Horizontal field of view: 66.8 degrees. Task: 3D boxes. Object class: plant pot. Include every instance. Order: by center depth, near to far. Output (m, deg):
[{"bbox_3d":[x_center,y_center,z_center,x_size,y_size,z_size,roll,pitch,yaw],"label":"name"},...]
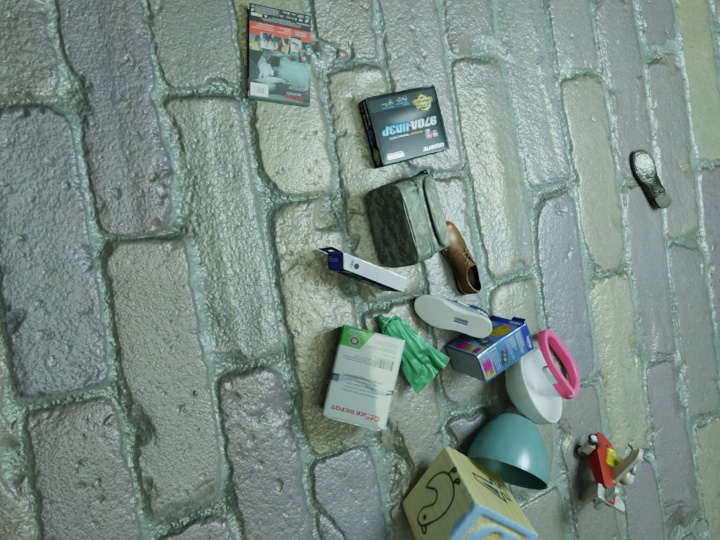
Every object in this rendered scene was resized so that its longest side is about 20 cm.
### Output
[{"bbox_3d":[0.375,0.436,1.352,0.199,0.199,0.136,34,62,-19],"label":"plant pot"}]

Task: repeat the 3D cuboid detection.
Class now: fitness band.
[{"bbox_3d":[0.532,0.250,1.463,0.201,0.037,0.144,51,37,-17],"label":"fitness band"}]

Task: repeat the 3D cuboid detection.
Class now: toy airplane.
[{"bbox_3d":[0.679,0.555,1.473,0.139,0.200,0.202,17,83,-10],"label":"toy airplane"}]

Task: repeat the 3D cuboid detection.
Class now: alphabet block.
[{"bbox_3d":[0.242,0.568,1.247,0.195,0.200,0.196,35,97,-20],"label":"alphabet block"}]

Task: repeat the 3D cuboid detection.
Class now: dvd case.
[{"bbox_3d":[-0.179,-0.472,1.203,0.144,0.022,0.204,0,88,-24],"label":"dvd case"}]

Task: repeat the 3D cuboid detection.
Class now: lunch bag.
[{"bbox_3d":[0.124,-0.123,1.277,0.166,0.138,0.203,-22,99,-39],"label":"lunch bag"}]

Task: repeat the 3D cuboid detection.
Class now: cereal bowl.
[{"bbox_3d":[0.434,0.300,1.410,0.199,0.083,0.203,30,45,-36],"label":"cereal bowl"}]

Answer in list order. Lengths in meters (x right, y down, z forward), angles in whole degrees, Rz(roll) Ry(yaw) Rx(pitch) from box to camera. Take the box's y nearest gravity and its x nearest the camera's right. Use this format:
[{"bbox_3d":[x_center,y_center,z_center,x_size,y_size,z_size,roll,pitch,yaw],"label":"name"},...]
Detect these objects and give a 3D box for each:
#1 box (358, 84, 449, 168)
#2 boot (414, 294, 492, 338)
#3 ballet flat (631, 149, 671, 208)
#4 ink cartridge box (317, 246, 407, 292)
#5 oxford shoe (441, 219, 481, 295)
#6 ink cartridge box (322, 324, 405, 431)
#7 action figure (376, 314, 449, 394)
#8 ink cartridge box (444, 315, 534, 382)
[{"bbox_3d":[0.107,-0.347,1.315,0.197,0.046,0.162,-18,96,-24],"label":"box"},{"bbox_3d":[0.228,0.106,1.355,0.197,0.090,0.074,23,106,3],"label":"boot"},{"bbox_3d":[0.884,-0.278,1.670,0.067,0.046,0.201,-33,98,11],"label":"ballet flat"},{"bbox_3d":[0.000,0.000,1.232,0.198,0.099,0.040,23,81,-21],"label":"ink cartridge box"},{"bbox_3d":[0.255,-0.035,1.365,0.071,0.071,0.202,-29,99,-20],"label":"oxford shoe"},{"bbox_3d":[0.005,0.236,1.217,0.144,0.083,0.203,15,83,-1],"label":"ink cartridge box"},{"bbox_3d":[0.108,0.179,1.302,0.118,0.055,0.200,-44,99,-17],"label":"action figure"},{"bbox_3d":[0.331,0.182,1.357,0.198,0.136,0.077,-26,105,-22],"label":"ink cartridge box"}]
